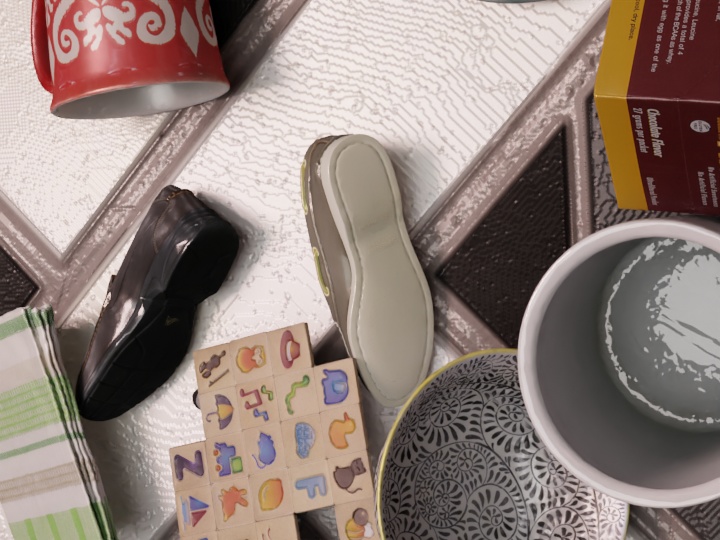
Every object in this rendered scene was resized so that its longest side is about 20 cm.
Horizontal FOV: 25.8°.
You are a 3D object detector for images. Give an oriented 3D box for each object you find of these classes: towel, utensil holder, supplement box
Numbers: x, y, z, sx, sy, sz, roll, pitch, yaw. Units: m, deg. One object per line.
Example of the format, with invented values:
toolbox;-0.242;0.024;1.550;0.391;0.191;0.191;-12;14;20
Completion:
towel;-0.258;0.133;1.250;0.149;0.031;0.202;-17;91;50
utensil holder;0.205;0.046;1.005;0.168;0.200;0.172;2;96;20
supplement box;0.263;-0.146;0.959;0.198;0.133;0.199;5;64;19

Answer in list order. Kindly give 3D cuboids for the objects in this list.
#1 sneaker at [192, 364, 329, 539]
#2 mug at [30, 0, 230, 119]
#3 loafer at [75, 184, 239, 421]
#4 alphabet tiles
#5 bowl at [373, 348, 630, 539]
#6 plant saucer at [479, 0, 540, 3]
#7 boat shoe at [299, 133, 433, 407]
sneaker;-0.092;0.146;1.198;0.115;0.075;0.201;32;98;22
mug;-0.197;-0.220;1.168;0.176;0.133;0.203;-9;88;19
loafer;-0.167;0.027;1.218;0.072;0.072;0.201;47;110;36
alphabet tiles;-0.066;0.146;1.142;0.166;0.008;0.202;-15;77;25
bowl;0.082;0.158;1.099;0.199;0.094;0.203;3;84;-24
plant saucer;0.109;-0.249;1.031;0.198;0.200;0.028;-22;46;20
boat shoe;0.003;-0.001;1.149;0.060;0.072;0.204;10;116;59
